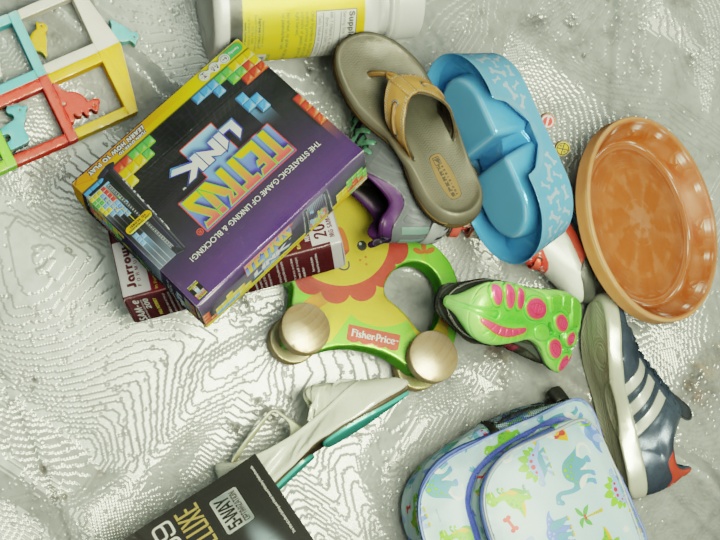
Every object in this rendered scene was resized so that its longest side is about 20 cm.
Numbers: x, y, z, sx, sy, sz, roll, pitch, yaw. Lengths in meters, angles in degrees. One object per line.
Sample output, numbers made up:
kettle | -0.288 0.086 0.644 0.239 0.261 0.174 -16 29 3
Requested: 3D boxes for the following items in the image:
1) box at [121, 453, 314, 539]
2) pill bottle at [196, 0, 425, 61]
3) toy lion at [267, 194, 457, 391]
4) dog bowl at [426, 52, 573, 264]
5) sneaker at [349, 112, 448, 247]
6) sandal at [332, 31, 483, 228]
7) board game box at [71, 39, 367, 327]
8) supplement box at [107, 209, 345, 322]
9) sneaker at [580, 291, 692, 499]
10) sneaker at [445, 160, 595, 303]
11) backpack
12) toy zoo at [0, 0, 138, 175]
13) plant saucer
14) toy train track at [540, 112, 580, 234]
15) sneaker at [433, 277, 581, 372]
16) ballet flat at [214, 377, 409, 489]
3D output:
box | -0.104 0.267 1.222 0.157 0.200 0.050 -31 134 -10
pill bottle | -0.047 -0.255 1.374 0.198 0.114 0.115 -7 86 -14
toy lion | 0.000 0.000 1.390 0.198 0.069 0.193 13 74 -12
dog bowl | 0.127 -0.107 1.344 0.049 0.111 0.201 -21 83 -29
sneaker | 0.015 -0.116 1.369 0.087 0.074 0.201 -9 68 -32
sandal | 0.048 -0.131 1.325 0.081 0.055 0.201 -25 81 -19
board game box | -0.120 -0.078 1.282 0.165 0.057 0.200 41 75 19
supplement box | -0.123 -0.036 1.328 0.198 0.061 0.110 -16 69 -3
sneaker | 0.271 0.115 1.433 0.084 0.075 0.202 -12 97 -13
sneaker | 0.137 -0.040 1.420 0.107 0.067 0.203 -27 87 -13
backpack | 0.146 0.223 1.353 0.199 0.147 0.184 -21 87 -12
toy zoo | -0.293 -0.175 1.355 0.199 0.020 0.132 -26 90 -14
plant saucer | 0.274 -0.047 1.432 0.199 0.032 0.202 12 72 -40
toy train track | 0.197 -0.091 1.421 0.032 0.115 0.201 -28 106 9
sneaker | 0.141 0.042 1.379 0.199 0.083 0.077 25 84 -49
ballet flat | -0.049 0.143 1.349 0.199 0.069 0.070 -37 93 -1
